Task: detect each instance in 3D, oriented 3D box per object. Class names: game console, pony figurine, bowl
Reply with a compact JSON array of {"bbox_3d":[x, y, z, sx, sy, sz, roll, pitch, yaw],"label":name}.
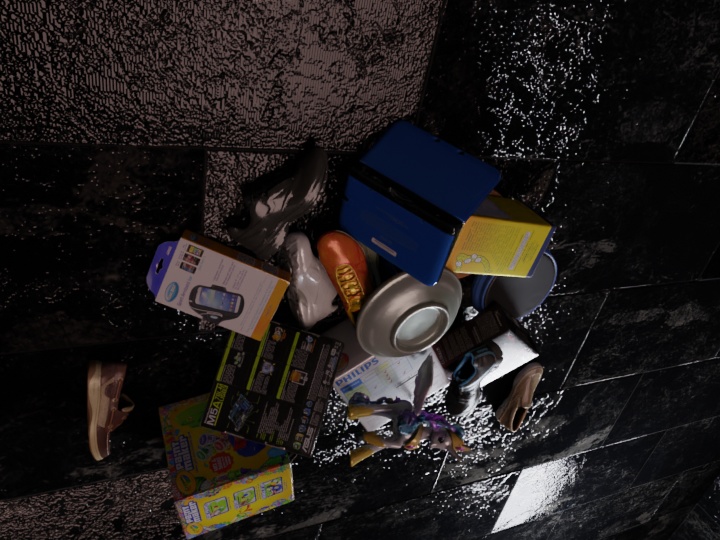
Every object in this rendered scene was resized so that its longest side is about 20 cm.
[{"bbox_3d":[0.085,-0.106,0.871,0.118,0.200,0.171,-31,147,-43],"label":"game console"},{"bbox_3d":[0.079,0.258,0.991,0.199,0.193,0.167,-1,122,-4],"label":"pony figurine"},{"bbox_3d":[0.331,0.028,1.201,0.200,0.039,0.201,-14,128,-18],"label":"bowl"}]

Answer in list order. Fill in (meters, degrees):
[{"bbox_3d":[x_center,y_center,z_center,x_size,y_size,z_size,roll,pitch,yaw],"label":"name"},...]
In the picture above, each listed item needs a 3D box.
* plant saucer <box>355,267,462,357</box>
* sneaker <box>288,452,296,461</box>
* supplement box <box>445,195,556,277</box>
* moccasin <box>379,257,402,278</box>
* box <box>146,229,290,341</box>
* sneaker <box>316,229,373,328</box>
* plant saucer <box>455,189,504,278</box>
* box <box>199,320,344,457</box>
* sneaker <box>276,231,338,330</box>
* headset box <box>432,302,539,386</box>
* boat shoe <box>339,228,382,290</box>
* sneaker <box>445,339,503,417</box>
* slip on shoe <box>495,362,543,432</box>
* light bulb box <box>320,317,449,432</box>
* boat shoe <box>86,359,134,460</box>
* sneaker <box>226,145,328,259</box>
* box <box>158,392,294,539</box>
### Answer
[{"bbox_3d":[0.091,0.083,0.933,0.200,0.050,0.200,-16,134,-18],"label":"plant saucer"},{"bbox_3d":[-0.141,0.320,1.120,0.060,0.104,0.200,17,114,-36],"label":"sneaker"},{"bbox_3d":[0.219,-0.064,0.989,0.200,0.109,0.110,4,121,-28],"label":"supplement box"},{"bbox_3d":[0.106,0.017,1.041,0.068,0.080,0.200,-53,146,-11],"label":"moccasin"},{"bbox_3d":[-0.223,0.021,0.876,0.200,0.041,0.119,25,111,-13],"label":"box"},{"bbox_3d":[-0.011,0.018,0.913,0.073,0.077,0.200,-25,125,4],"label":"sneaker"},{"bbox_3d":[0.201,-0.066,1.072,0.200,0.032,0.201,-14,127,-19],"label":"plant saucer"},{"bbox_3d":[-0.145,0.189,0.948,0.193,0.048,0.200,16,82,0],"label":"box"},{"bbox_3d":[-0.081,0.006,0.959,0.099,0.078,0.200,-25,138,-21],"label":"sneaker"},{"bbox_3d":[0.259,0.177,1.220,0.200,0.075,0.149,-35,134,21],"label":"headset box"},{"bbox_3d":[0.000,0.000,0.994,0.066,0.072,0.201,-15,126,-7],"label":"boat shoe"},{"bbox_3d":[0.208,0.221,1.136,0.082,0.073,0.200,-8,130,-37],"label":"sneaker"},{"bbox_3d":[0.417,0.327,1.444,0.076,0.061,0.200,11,117,-33],"label":"slip on shoe"},{"bbox_3d":[0.041,0.178,1.100,0.198,0.125,0.200,-32,131,-3],"label":"light bulb box"},{"bbox_3d":[-0.417,0.234,0.941,0.072,0.072,0.200,-1,117,-25],"label":"boat shoe"},{"bbox_3d":[-0.125,-0.109,0.847,0.091,0.076,0.200,31,103,-33],"label":"sneaker"},{"bbox_3d":[-0.241,0.329,1.008,0.192,0.200,0.122,-14,131,-19],"label":"box"}]
